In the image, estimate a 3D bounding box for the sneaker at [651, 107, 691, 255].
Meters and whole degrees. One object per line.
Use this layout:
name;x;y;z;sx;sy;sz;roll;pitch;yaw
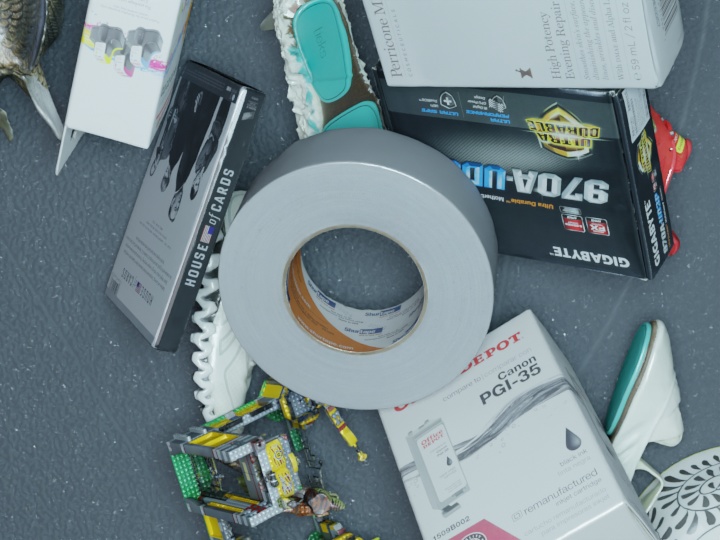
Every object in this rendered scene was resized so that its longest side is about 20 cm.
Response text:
sneaker;0.206;-0.102;1.157;0.084;0.077;0.202;-6;104;3

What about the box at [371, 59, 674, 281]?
box;0.116;-0.082;1.098;0.199;0.046;0.160;12;135;35

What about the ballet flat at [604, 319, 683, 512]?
ballet flat;0.208;0.135;1.173;0.069;0.069;0.201;23;104;6

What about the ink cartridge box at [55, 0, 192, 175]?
ink cartridge box;-0.170;-0.171;1.158;0.067;0.115;0.201;15;114;-4

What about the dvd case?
dvd case;-0.136;-0.053;1.169;0.025;0.150;0.201;16;98;-26

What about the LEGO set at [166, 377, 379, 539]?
LEGO set;-0.049;0.176;1.149;0.153;0.116;0.202;-13;97;-34

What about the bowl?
bowl;0.293;0.238;1.152;0.199;0.094;0.202;0;93;8

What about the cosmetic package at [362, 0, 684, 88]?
cosmetic package;0.103;-0.178;1.008;0.199;0.074;0.102;2;129;29

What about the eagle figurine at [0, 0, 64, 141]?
eagle figurine;-0.274;-0.204;1.161;0.151;0.151;0.201;34;102;32

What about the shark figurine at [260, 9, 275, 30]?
shark figurine;-0.060;-0.292;1.176;0.215;0.089;0.128;54;133;9

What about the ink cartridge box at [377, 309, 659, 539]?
ink cartridge box;0.109;0.148;1.116;0.146;0.201;0.083;-31;132;9

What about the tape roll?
tape roll;0.000;0.000;1.119;0.199;0.066;0.202;4;118;8

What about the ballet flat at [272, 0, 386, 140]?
ballet flat;-0.025;-0.136;1.171;0.071;0.072;0.201;-6;125;8

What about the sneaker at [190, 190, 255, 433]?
sneaker;-0.093;0.035;1.206;0.080;0.075;0.202;1;95;-2
